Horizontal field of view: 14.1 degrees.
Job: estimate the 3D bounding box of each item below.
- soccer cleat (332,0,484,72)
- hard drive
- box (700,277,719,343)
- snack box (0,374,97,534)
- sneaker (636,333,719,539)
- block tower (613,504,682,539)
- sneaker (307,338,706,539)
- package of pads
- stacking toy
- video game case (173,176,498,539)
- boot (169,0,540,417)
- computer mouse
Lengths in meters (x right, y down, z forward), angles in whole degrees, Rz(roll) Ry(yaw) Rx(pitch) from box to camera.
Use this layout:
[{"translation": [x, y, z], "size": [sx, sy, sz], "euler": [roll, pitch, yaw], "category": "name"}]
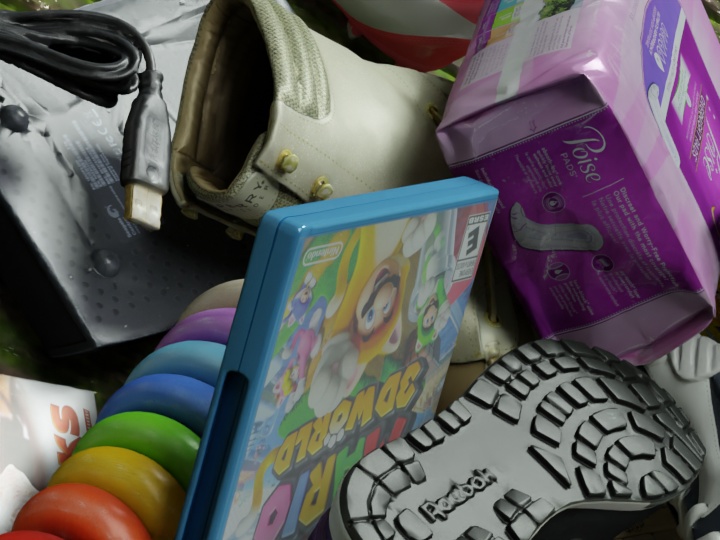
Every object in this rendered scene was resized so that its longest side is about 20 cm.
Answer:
[{"translation": [-0.021, -0.159, 1.246], "size": [0.200, 0.076, 0.067], "euler": [35, 43, -17], "category": "soccer cleat"}, {"translation": [-0.076, -0.041, 1.136], "size": [0.200, 0.042, 0.135], "euler": [-24, 79, -49], "category": "hard drive"}, {"translation": [0.161, 0.041, 1.268], "size": [0.200, 0.064, 0.070], "euler": [46, 41, -3], "category": "box"}, {"translation": [-0.113, 0.127, 0.993], "size": [0.072, 0.024, 0.200], "euler": [14, 52, -38], "category": "snack box"}, {"translation": [0.134, 0.110, 1.101], "size": [0.199, 0.080, 0.130], "euler": [32, 74, 16], "category": "sneaker"}, {"translation": [0.077, 0.073, 1.178], "size": [0.054, 0.058, 0.200], "euler": [-4, 63, -43], "category": "block tower"}, {"translation": [0.039, 0.088, 1.026], "size": [0.200, 0.088, 0.076], "euler": [-19, 62, -48], "category": "sneaker"}, {"translation": [0.095, -0.060, 1.138], "size": [0.121, 0.076, 0.200], "euler": [60, 23, -22], "category": "package of pads"}, {"translation": [-0.074, 0.077, 0.988], "size": [0.085, 0.085, 0.200], "euler": [50, 37, 0], "category": "stacking toy"}, {"translation": [-0.016, 0.069, 0.991], "size": [0.018, 0.200, 0.143], "euler": [23, 17, 24], "category": "video game case"}, {"translation": [0.000, 0.000, 1.094], "size": [0.155, 0.072, 0.200], "euler": [23, 53, -44], "category": "boot"}, {"translation": [-0.141, -0.012, 1.021], "size": [0.140, 0.046, 0.200], "euler": [8, 59, -5], "category": "computer mouse"}]
